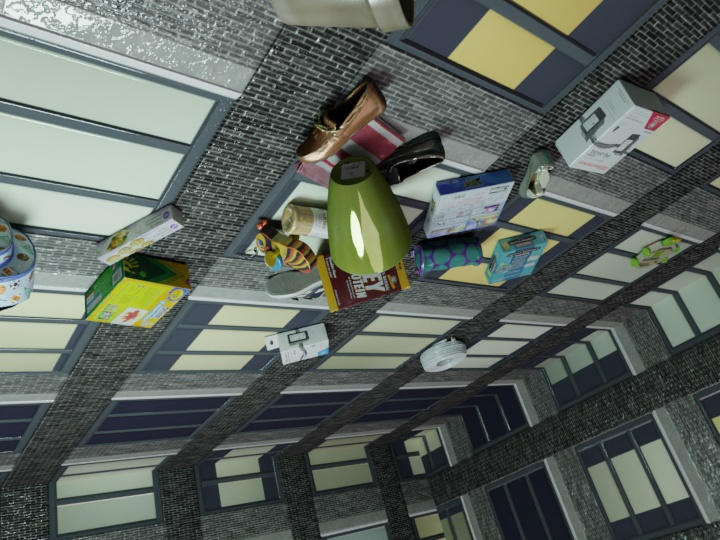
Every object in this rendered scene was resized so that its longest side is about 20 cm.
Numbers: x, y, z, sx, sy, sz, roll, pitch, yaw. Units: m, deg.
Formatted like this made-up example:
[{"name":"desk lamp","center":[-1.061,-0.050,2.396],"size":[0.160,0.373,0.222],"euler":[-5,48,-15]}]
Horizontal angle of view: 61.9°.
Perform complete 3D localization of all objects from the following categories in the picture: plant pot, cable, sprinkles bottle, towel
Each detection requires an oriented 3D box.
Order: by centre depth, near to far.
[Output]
[{"name":"plant pot","center":[-0.032,-0.403,0.783],"size":[0.170,0.204,0.200],"euler":[-7,156,17]},{"name":"towel","center":[-0.020,-0.237,1.232],"size":[0.199,0.023,0.143],"euler":[-34,145,28]},{"name":"plant pot","center":[0.002,-0.128,1.252],"size":[0.184,0.189,0.202],"euler":[-17,134,0]},{"name":"sprinkles bottle","center":[-0.083,-0.107,1.388],"size":[0.197,0.069,0.068],"euler":[5,146,-36]},{"name":"cable","center":[0.346,0.354,2.479],"size":[0.199,0.070,0.198],"euler":[-34,148,28]}]

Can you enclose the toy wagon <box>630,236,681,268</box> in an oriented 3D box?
[{"name":"toy wagon","center":[1.085,-0.070,2.186],"size":[0.152,0.040,0.201],"euler":[-7,150,-20]}]

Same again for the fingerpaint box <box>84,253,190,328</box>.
[{"name":"fingerpaint box","center":[-0.521,0.049,1.404],"size":[0.165,0.074,0.199],"euler":[14,139,-44]}]

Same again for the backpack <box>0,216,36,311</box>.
[{"name":"backpack","center":[-0.691,-0.017,1.084],"size":[0.188,0.201,0.155],"euler":[4,133,-41]}]

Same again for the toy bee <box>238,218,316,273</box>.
[{"name":"toy bee","center":[-0.199,-0.057,1.366],"size":[0.196,0.132,0.110],"euler":[-3,126,8]}]

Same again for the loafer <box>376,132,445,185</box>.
[{"name":"loafer","center":[0.089,-0.222,1.287],"size":[0.198,0.064,0.072],"euler":[-28,149,17]}]

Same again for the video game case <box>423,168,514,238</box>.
[{"name":"video game case","center":[0.268,-0.166,1.515],"size":[0.196,0.046,0.182],"euler":[-12,150,-11]}]

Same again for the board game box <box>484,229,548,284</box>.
[{"name":"board game box","center":[0.481,-0.039,1.872],"size":[0.148,0.048,0.201],"euler":[-13,152,-8]}]

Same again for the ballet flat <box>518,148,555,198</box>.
[{"name":"ballet flat","center":[0.440,-0.220,1.499],"size":[0.066,0.065,0.201],"euler":[-16,153,-3]}]

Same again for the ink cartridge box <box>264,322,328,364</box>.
[{"name":"ink cartridge box","center":[-0.205,0.244,1.951],"size":[0.196,0.069,0.117],"euler":[-13,152,-9]}]

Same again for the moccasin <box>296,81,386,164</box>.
[{"name":"moccasin","center":[-0.046,-0.271,1.109],"size":[0.200,0.075,0.077],"euler":[-30,139,27]}]

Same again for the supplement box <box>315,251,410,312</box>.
[{"name":"supplement box","center":[0.000,0.000,1.476],"size":[0.196,0.135,0.197],"euler":[-17,-177,-3]}]

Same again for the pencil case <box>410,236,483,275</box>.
[{"name":"pencil case","center":[0.244,-0.041,1.685],"size":[0.196,0.086,0.093],"euler":[-8,136,-17]}]

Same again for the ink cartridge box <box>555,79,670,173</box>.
[{"name":"ink cartridge box","center":[0.571,-0.320,1.374],"size":[0.143,0.085,0.200],"euler":[2,146,-33]}]

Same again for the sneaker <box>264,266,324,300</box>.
[{"name":"sneaker","center":[-0.155,0.043,1.607],"size":[0.196,0.079,0.080],"euler":[-15,147,-9]}]

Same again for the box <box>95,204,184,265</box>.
[{"name":"box","center":[-0.462,-0.073,1.254],"size":[0.197,0.039,0.041],"euler":[-25,153,12]}]
